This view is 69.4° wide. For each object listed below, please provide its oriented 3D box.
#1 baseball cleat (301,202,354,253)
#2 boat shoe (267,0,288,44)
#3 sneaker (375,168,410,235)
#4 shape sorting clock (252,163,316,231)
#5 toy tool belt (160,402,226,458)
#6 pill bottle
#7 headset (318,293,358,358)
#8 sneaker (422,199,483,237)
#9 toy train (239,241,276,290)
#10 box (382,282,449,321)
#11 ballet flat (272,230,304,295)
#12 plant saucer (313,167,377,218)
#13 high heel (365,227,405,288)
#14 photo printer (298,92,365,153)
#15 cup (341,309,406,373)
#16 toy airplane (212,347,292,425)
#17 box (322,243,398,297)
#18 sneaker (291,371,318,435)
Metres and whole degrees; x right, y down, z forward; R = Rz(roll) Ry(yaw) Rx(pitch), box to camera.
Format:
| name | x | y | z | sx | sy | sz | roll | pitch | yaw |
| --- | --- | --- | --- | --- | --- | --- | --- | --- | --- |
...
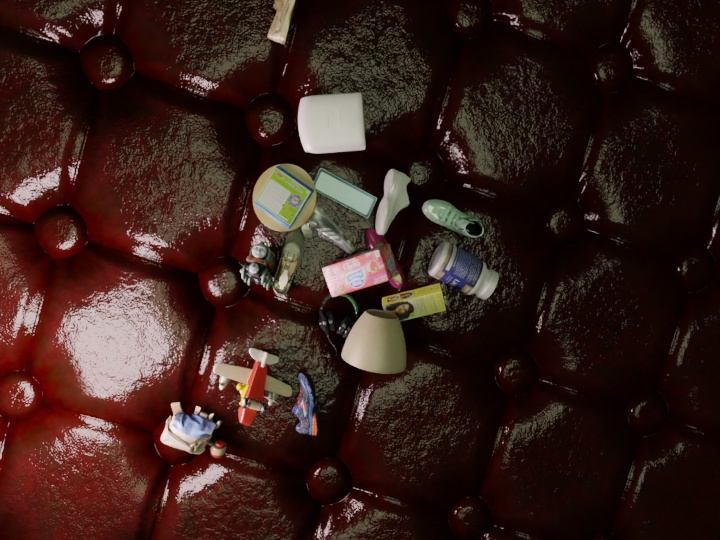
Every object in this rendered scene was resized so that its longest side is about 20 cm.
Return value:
| name | x | y | z | sx | sy | sz | roll | pitch | yaw |
| --- | --- | --- | --- | --- | --- | --- | --- | --- | --- |
| baseball cleat | -0.108 | -0.111 | 1.575 | 0.106 | 0.070 | 0.201 | -41 | 87 | 5 |
| boat shoe | -0.221 | -0.767 | 1.505 | 0.063 | 0.071 | 0.204 | 15 | 94 | -7 |
| sneaker | 0.106 | -0.201 | 1.583 | 0.087 | 0.075 | 0.205 | 16 | 89 | -22 |
| shape sorting clock | -0.226 | -0.217 | 1.551 | 0.195 | 0.039 | 0.205 | 0 | 89 | 10 |
| toy tool belt | -0.483 | 0.473 | 1.548 | 0.196 | 0.125 | 0.125 | 20 | 101 | -7 |
| pill bottle | 0.315 | 0.003 | 1.594 | 0.197 | 0.116 | 0.118 | 27 | 91 | -7 |
| headset | -0.075 | 0.169 | 1.602 | 0.121 | 0.094 | 0.205 | 13 | 78 | -6 |
| sneaker | 0.286 | -0.162 | 1.578 | 0.197 | 0.118 | 0.075 | 25 | 93 | -6 |
| toy train | -0.289 | -0.014 | 1.498 | 0.083 | 0.200 | 0.117 | 13 | 79 | -1 |
| box | 0.168 | 0.101 | 1.589 | 0.196 | 0.050 | 0.076 | -16 | 118 | 8 |
| ballet flat | -0.214 | -0.019 | 1.566 | 0.066 | 0.064 | 0.204 | 17 | 92 | -7 |
| plant saucer | -0.050 | -0.235 | 1.589 | 0.197 | 0.019 | 0.071 | 27 | 91 | -8 |
| high heel | 0.078 | -0.041 | 1.576 | 0.067 | 0.096 | 0.202 | -34 | 97 | -2 |
| photo printer | -0.087 | -0.437 | 1.544 | 0.195 | 0.069 | 0.171 | -5 | 95 | -5 |
| cup | 0.050 | 0.198 | 1.533 | 0.195 | 0.200 | 0.147 | 9 | 99 | -6 |
| toy airplane | -0.322 | 0.334 | 1.559 | 0.198 | 0.140 | 0.203 | -29 | 88 | -41 |
| box | 0.000 | 0.000 | 1.532 | 0.196 | 0.099 | 0.097 | -17 | 96 | 25 |
| sneaker | -0.175 | 0.413 | 1.599 | 0.076 | 0.075 | 0.205 | -6 | 93 | -2 |
